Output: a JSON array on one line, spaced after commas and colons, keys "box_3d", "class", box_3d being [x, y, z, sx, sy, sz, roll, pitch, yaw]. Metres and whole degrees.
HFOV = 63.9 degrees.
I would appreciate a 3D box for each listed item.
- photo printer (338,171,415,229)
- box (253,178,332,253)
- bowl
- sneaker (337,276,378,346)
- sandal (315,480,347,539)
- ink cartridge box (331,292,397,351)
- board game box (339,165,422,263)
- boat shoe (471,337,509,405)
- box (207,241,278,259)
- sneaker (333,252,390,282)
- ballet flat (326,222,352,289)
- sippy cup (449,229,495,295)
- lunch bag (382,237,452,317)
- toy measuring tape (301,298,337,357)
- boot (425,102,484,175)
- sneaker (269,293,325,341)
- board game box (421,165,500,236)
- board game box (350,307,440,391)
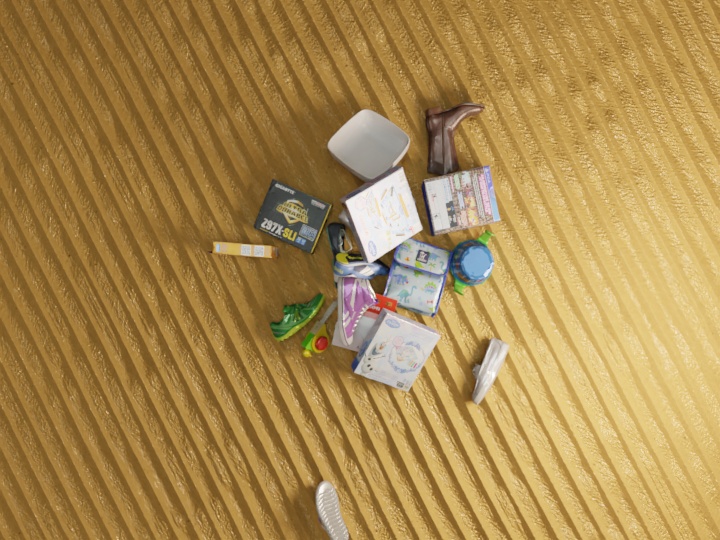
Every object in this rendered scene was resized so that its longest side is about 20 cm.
[{"box_3d": [0.055, -0.182, 1.710, 0.165, 0.069, 0.201, 38, 85, 1], "class": "photo printer"}, {"box_3d": [-0.203, -0.162, 1.740, 0.197, 0.049, 0.162, 24, 93, 2], "class": "box"}, {"box_3d": [0.026, -0.350, 1.682, 0.199, 0.075, 0.200, 37, 71, 19], "class": "bowl"}, {"box_3d": [-0.006, 0.119, 1.621, 0.112, 0.073, 0.205, 1, 109, 5], "class": "sneaker"}, {"box_3d": [-0.098, 0.736, 1.737, 0.049, 0.082, 0.207, -16, 92, 45], "class": "sandal"}, {"box_3d": [0.010, 0.154, 1.681, 0.159, 0.058, 0.203, 16, 132, 3], "class": "ink cartridge box"}, {"box_3d": [0.062, -0.157, 1.619, 0.197, 0.041, 0.203, -32, 119, -18], "class": "board game box"}, {"box_3d": [0.369, 0.296, 1.711, 0.068, 0.072, 0.203, 27, 98, 23], "class": "boat shoe"}, {"box_3d": [-0.349, -0.061, 1.711, 0.195, 0.119, 0.043, 7, 90, 2], "class": "box"}, {"box_3d": [0.000, 0.000, 1.690, 0.197, 0.074, 0.084, 5, 113, -37], "class": "sneaker"}, {"box_3d": [-0.055, -0.045, 1.721, 0.071, 0.073, 0.205, -9, 88, 3], "class": "ballet flat"}, {"box_3d": [0.329, -0.023, 1.676, 0.136, 0.130, 0.182, -6, 90, 2], "class": "sippy cup"}, {"box_3d": [0.168, 0.016, 1.692, 0.167, 0.128, 0.204, 17, 80, 5], "class": "lunch bag"}, {"box_3d": [-0.107, 0.181, 1.738, 0.073, 0.074, 0.201, 36, 74, 2], "class": "toy measuring tape"}, {"box_3d": [0.282, -0.382, 1.708, 0.182, 0.064, 0.205, -5, 87, 16], "class": "boot"}, {"box_3d": [-0.190, 0.130, 1.728, 0.199, 0.074, 0.084, -38, 93, 3], "class": "sneaker"}, {"box_3d": [0.291, -0.201, 1.693, 0.195, 0.097, 0.163, -12, 90, 2], "class": "board game box"}, {"box_3d": [0.102, 0.232, 1.672, 0.197, 0.043, 0.201, 23, 105, -25], "class": "board game box"}]
